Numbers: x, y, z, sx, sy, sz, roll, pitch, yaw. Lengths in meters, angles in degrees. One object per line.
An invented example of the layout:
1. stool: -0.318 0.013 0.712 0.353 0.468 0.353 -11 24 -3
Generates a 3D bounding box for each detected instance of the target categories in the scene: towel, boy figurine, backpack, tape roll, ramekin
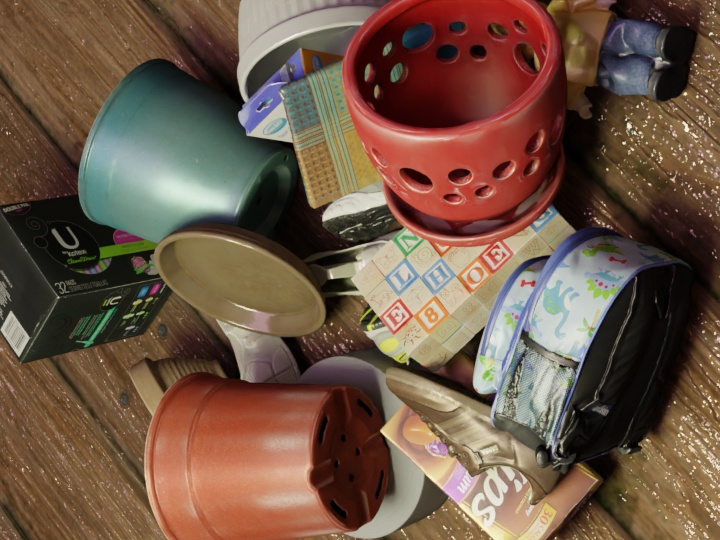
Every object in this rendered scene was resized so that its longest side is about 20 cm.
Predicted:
1. towel: 0.025 -0.157 1.578 0.022 0.199 0.147 50 159 51
2. boy figurine: 0.209 -0.207 1.516 0.199 0.064 0.125 18 109 38
3. backpack: 0.205 0.060 1.491 0.147 0.183 0.201 31 110 32
4. tape roll: 0.010 0.186 1.755 0.200 0.066 0.202 8 102 40
5. ramekin: -0.031 -0.242 1.630 0.200 0.199 0.106 -29 62 40

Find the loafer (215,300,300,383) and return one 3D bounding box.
1. loafer: -0.112 0.096 1.856 0.072 0.063 0.201 -25 83 7

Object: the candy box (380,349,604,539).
1. candy box: 0.132 0.185 1.613 0.200 0.056 0.117 42 95 16

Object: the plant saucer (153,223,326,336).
1. plant saucer: -0.127 0.009 1.745 0.199 0.200 0.030 -7 51 41

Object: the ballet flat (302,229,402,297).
1. ballet flat: 0.000 0.000 1.730 0.199 0.069 0.070 -10 91 41

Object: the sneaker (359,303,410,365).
1. sneaker: 0.098 0.039 1.663 0.199 0.076 0.077 -18 123 33

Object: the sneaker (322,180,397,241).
1. sneaker: 0.045 -0.090 1.674 0.199 0.074 0.080 -11 62 34

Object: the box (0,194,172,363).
1. box: -0.344 0.003 1.932 0.149 0.199 0.124 52 127 20

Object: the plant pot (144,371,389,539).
1. plant pot: -0.087 0.201 1.684 0.194 0.200 0.202 -6 94 33

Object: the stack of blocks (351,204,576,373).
1. stack of blocks: 0.102 -0.012 1.583 0.200 0.059 0.115 -43 53 8

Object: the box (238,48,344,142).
1. box: -0.024 -0.169 1.622 0.119 0.199 0.042 -37 54 47

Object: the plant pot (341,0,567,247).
1. plant pot: 0.098 -0.137 1.483 0.200 0.201 0.183 28 155 33

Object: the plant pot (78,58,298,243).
1. plant pot: -0.179 -0.108 1.792 0.187 0.200 0.201 25 114 18

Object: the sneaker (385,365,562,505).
1. sneaker: 0.103 0.158 1.560 0.199 0.070 0.076 24 94 19

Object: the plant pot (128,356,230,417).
1. plant pot: -0.176 0.171 1.864 0.092 0.201 0.201 -33 72 -3
